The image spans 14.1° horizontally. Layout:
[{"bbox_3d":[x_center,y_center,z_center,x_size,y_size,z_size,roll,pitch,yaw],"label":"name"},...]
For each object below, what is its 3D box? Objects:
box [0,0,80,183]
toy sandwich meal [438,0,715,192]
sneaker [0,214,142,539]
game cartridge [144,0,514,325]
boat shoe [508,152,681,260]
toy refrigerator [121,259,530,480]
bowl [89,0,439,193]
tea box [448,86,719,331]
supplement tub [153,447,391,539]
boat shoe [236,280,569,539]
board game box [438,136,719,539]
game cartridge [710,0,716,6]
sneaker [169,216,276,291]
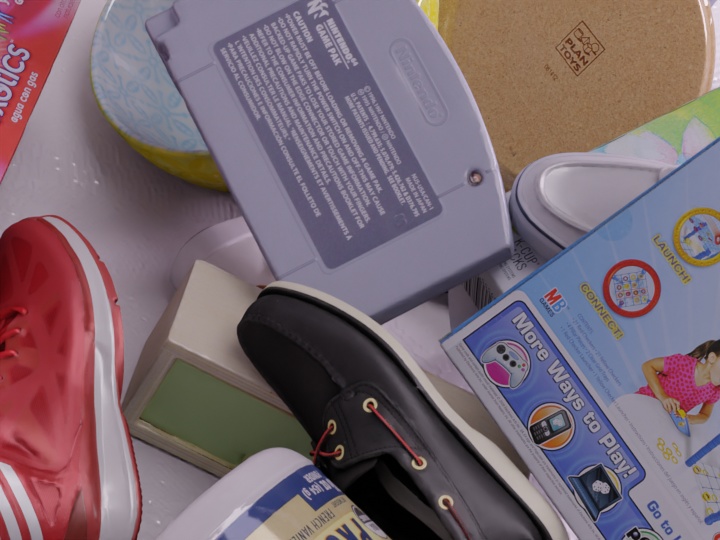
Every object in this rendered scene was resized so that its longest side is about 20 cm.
[{"bbox_3d":[-0.223,-0.073,1.478,0.094,0.103,0.200,26,44,-9],"label":"box"},{"bbox_3d":[0.112,-0.133,1.663,0.204,0.070,0.206,-2,95,-20],"label":"toy sandwich meal"},{"bbox_3d":[-0.178,0.053,1.409,0.115,0.078,0.200,5,48,-30],"label":"sneaker"},{"bbox_3d":[-0.009,-0.071,1.477,0.133,0.041,0.200,-27,74,0],"label":"game cartridge"},{"bbox_3d":[0.171,-0.026,1.440,0.199,0.065,0.074,12,63,9],"label":"boat shoe"},{"bbox_3d":[-0.017,0.082,1.483,0.200,0.076,0.070,27,42,-9],"label":"toy refrigerator"},{"bbox_3d":[-0.037,-0.111,1.605,0.108,0.200,0.201,57,21,-46],"label":"bowl"},{"bbox_3d":[0.177,0.037,1.519,0.196,0.134,0.200,-27,64,-12],"label":"tea box"},{"bbox_3d":[-0.014,0.195,1.330,0.200,0.145,0.144,43,43,10],"label":"supplement tub"},{"bbox_3d":[0.009,0.084,1.388,0.063,0.074,0.201,-34,68,-29],"label":"boat shoe"},{"bbox_3d":[0.174,0.057,1.373,0.200,0.196,0.056,55,4,6],"label":"board game box"},{"bbox_3d":[0.124,-0.205,1.791,0.200,0.133,0.040,46,36,14],"label":"game cartridge"},{"bbox_3d":[0.000,0.000,1.569,0.200,0.073,0.085,-22,56,-30],"label":"sneaker"}]
